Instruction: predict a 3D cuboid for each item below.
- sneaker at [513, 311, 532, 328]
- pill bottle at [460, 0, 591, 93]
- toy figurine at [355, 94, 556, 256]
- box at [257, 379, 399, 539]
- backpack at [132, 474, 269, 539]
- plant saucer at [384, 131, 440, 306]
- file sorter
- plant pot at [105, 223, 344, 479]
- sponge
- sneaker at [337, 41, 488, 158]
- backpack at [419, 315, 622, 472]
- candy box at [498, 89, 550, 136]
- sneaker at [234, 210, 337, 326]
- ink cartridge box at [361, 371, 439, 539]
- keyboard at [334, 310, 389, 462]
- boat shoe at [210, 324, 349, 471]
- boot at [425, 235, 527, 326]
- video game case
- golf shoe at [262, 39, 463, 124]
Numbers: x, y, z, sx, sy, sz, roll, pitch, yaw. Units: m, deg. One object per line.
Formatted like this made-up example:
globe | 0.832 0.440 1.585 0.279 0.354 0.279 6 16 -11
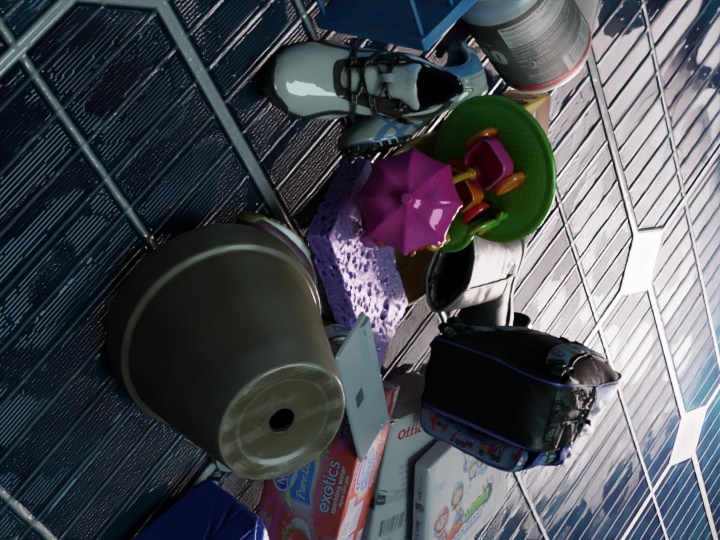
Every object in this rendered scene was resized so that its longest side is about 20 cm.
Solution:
sneaker | 0.155 0.136 1.612 0.200 0.073 0.085 -35 131 -38
pill bottle | 0.161 -0.285 1.369 0.114 0.113 0.200 -60 143 -10
toy figurine | 0.063 -0.067 1.255 0.184 0.151 0.200 -21 166 -45
box | -0.037 0.207 1.369 0.100 0.095 0.201 -19 125 -69
backpack | -0.139 0.344 1.275 0.162 0.168 0.201 -35 136 -20
plant saucer | 0.049 -0.058 1.410 0.200 0.035 0.201 -27 128 -41
file sorter | 0.051 -0.320 1.196 0.200 0.138 0.123 -47 135 -25
plant pot | -0.101 0.086 1.132 0.199 0.174 0.201 -16 126 -23
sponge | 0.000 0.000 1.295 0.201 0.030 0.112 73 31 -41
sneaker | 0.048 -0.174 1.335 0.199 0.072 0.073 -33 100 -30
backpack | 0.185 0.134 1.438 0.199 0.182 0.136 1 106 -53
candy box | 0.156 -0.129 1.443 0.200 0.056 0.118 -35 130 -60
sneaker | -0.082 0.030 1.258 0.090 0.075 0.200 -54 141 -24
ink cartridge box | 0.034 0.235 1.501 0.146 0.086 0.201 -12 116 -50
keyboard | 0.002 0.115 1.237 0.056 0.011 0.201 -52 153 -26
boat shoe | -0.070 0.143 1.276 0.200 0.070 0.071 -43 144 15
boot | 0.127 0.030 1.480 0.200 0.072 0.183 -24 125 -70
video game case | 0.121 0.256 1.542 0.200 0.024 0.183 -35 135 -47
golf shoe | 0.006 -0.181 1.213 0.199 0.094 0.078 -3 91 -33
